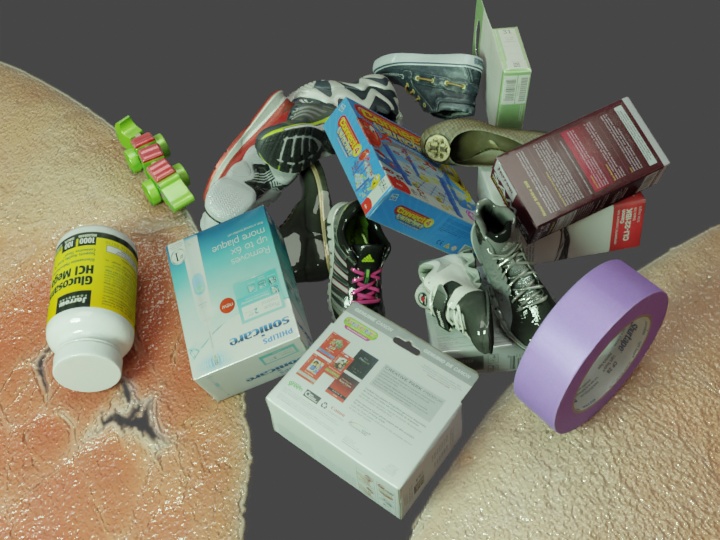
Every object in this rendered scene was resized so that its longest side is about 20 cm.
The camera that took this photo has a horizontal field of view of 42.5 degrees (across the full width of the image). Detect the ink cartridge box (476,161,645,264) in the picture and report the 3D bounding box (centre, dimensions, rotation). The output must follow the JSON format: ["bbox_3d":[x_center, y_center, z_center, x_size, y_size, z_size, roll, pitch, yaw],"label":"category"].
[{"bbox_3d":[0.269,-0.092,1.271,0.196,0.085,0.146,-11,43,-2],"label":"ink cartridge box"}]

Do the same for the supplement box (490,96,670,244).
[{"bbox_3d":[0.278,-0.128,1.181,0.197,0.061,0.110,-24,72,-9],"label":"supplement box"}]

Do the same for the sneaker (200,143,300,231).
[{"bbox_3d":[-0.159,-0.105,1.308,0.075,0.115,0.200,40,48,4],"label":"sneaker"}]

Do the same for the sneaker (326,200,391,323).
[{"bbox_3d":[0.000,0.000,1.196,0.072,0.087,0.204,-2,78,-20],"label":"sneaker"}]

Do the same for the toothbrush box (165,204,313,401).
[{"bbox_3d":[-0.153,0.042,1.184,0.144,0.086,0.203,-21,61,5],"label":"toothbrush box"}]

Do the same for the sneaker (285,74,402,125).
[{"bbox_3d":[-0.025,-0.227,1.414,0.195,0.080,0.130,-10,43,-16],"label":"sneaker"}]

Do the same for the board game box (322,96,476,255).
[{"bbox_3d":[0.064,-0.123,1.255,0.056,0.198,0.197,-48,44,25],"label":"board game box"}]

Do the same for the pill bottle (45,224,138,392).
[{"bbox_3d":[-0.350,0.050,1.208,0.110,0.113,0.203,-8,52,-1],"label":"pill bottle"}]

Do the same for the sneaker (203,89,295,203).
[{"bbox_3d":[-0.138,-0.157,1.371,0.115,0.078,0.201,36,90,-4],"label":"sneaker"}]

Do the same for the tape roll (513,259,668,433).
[{"bbox_3d":[0.266,0.089,1.067,0.199,0.202,0.065,-38,58,-22],"label":"tape roll"}]

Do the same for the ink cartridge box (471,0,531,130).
[{"bbox_3d":[0.212,-0.312,1.417,0.047,0.147,0.203,-4,51,-2],"label":"ink cartridge box"}]

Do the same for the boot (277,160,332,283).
[{"bbox_3d":[-0.102,-0.065,1.304,0.136,0.078,0.202,-14,51,0],"label":"boot"}]

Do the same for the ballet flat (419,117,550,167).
[{"bbox_3d":[0.177,-0.164,1.255,0.196,0.068,0.047,6,37,7],"label":"ballet flat"}]

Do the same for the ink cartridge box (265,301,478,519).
[{"bbox_3d":[0.019,0.160,1.108,0.198,0.085,0.176,30,61,25],"label":"ink cartridge box"}]

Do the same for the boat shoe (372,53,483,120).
[{"bbox_3d":[0.098,-0.289,1.460,0.197,0.070,0.093,7,87,36],"label":"boat shoe"}]

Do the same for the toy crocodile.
[{"bbox_3d":[-0.311,-0.161,1.401,0.067,0.062,0.201,-27,55,-16],"label":"toy crocodile"}]

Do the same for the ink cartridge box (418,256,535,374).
[{"bbox_3d":[0.164,0.053,1.216,0.159,0.058,0.201,-6,31,1],"label":"ink cartridge box"}]

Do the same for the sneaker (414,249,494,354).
[{"bbox_3d":[0.114,0.044,1.140,0.087,0.075,0.201,-8,26,-2],"label":"sneaker"}]

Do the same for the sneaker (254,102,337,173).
[{"bbox_3d":[-0.084,-0.194,1.309,0.080,0.075,0.199,33,32,25],"label":"sneaker"}]

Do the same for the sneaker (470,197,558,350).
[{"bbox_3d":[0.179,0.001,1.103,0.074,0.116,0.202,-26,64,1],"label":"sneaker"}]
